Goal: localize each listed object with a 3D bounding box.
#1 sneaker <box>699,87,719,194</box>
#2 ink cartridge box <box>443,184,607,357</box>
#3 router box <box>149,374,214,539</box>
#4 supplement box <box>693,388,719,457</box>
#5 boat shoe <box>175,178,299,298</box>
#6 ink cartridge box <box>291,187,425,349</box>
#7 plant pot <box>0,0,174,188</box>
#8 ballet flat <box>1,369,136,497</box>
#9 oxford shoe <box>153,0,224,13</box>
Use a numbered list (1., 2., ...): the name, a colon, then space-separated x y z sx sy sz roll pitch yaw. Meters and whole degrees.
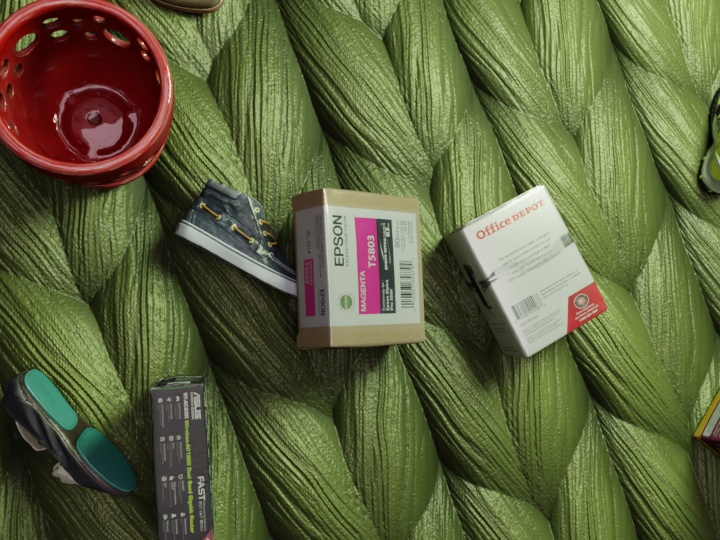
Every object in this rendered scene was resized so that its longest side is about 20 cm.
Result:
1. sneaker: 0.597 -0.219 1.102 0.075 0.076 0.201 15 80 -9
2. ink cartridge box: 0.231 0.001 0.996 0.144 0.084 0.200 -28 92 -13
3. router box: -0.211 0.230 0.842 0.062 0.150 0.201 -3 86 -13
4. supplement box: 0.604 0.225 1.001 0.103 0.200 0.131 38 79 -7
5. boat shoe: -0.135 -0.040 0.922 0.200 0.071 0.091 29 83 -7
6. ink cartridge box: 0.000 0.000 0.919 0.164 0.075 0.201 0 85 -39
7. plant pot: -0.322 -0.193 0.837 0.200 0.182 0.201 1 84 -13
8. ballet flat: -0.361 0.210 0.858 0.073 0.073 0.200 -41 101 -13
9. oxford shoe: -0.273 -0.405 0.922 0.200 0.075 0.071 23 80 -10
